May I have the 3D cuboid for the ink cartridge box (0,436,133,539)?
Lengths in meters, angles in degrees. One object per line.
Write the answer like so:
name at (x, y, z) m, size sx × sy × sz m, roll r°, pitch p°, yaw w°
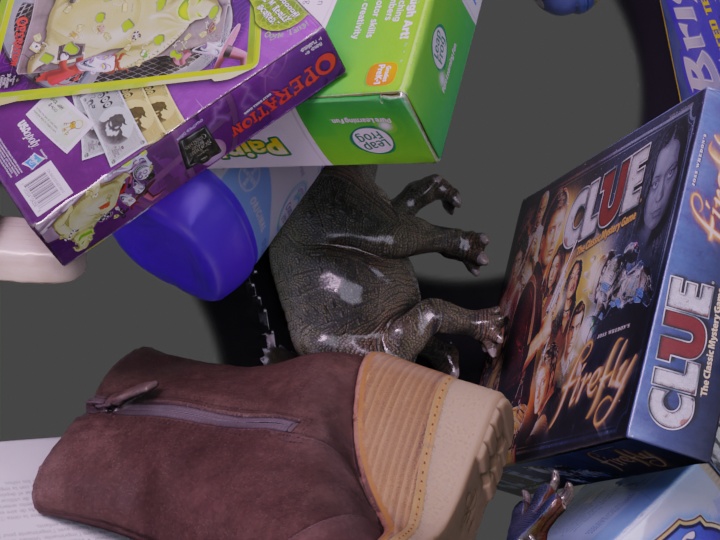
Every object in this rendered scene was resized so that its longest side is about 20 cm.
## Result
ink cartridge box at (-0.142, 0.131, 0.677) m, size 0.199 × 0.174 × 0.044 m, roll -2°, pitch 125°, yaw -27°

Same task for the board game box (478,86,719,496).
board game box at (0.099, 0.017, 0.758) m, size 0.035 × 0.200 × 0.136 m, roll 18°, pitch 75°, yaw -11°

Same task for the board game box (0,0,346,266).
board game box at (-0.104, -0.098, 0.687) m, size 0.120 × 0.032 × 0.200 m, roll -37°, pitch 49°, yaw -2°

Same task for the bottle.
bottle at (-0.029, -0.085, 0.774) m, size 0.065 × 0.084 × 0.200 m, roll 26°, pitch 67°, yaw 20°

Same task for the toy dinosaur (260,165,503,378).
toy dinosaur at (0.000, 0.000, 0.799) m, size 0.102 × 0.077 × 0.201 m, roll 3°, pitch 83°, yaw -22°

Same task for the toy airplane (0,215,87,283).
toy airplane at (-0.226, -0.017, 0.673) m, size 0.200 × 0.141 × 0.199 m, roll -27°, pitch 46°, yaw -24°

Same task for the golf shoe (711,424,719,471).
golf shoe at (0.190, 0.108, 0.833) m, size 0.094 × 0.078 × 0.200 m, roll -37°, pitch 93°, yaw -19°

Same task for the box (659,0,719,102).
box at (0.178, -0.154, 0.878) m, size 0.064 × 0.070 × 0.201 m, roll -9°, pitch 83°, yaw -15°

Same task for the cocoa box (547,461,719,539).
cocoa box at (0.089, 0.190, 0.759) m, size 0.200 × 0.133 × 0.131 m, roll -40°, pitch 90°, yaw -18°

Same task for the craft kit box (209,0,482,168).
craft kit box at (-0.044, -0.129, 0.729) m, size 0.197 × 0.049 × 0.200 m, roll -1°, pitch 55°, yaw 27°

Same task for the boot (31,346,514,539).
boot at (-0.047, 0.100, 0.675) m, size 0.166 × 0.073 × 0.200 m, roll 4°, pitch 36°, yaw 22°

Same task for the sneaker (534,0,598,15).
sneaker at (0.028, -0.185, 0.849) m, size 0.088 × 0.075 × 0.200 m, roll -37°, pitch 84°, yaw -7°

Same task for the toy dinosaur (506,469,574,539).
toy dinosaur at (0.129, 0.150, 0.688) m, size 0.181 × 0.105 × 0.200 m, roll 38°, pitch 105°, yaw -11°
